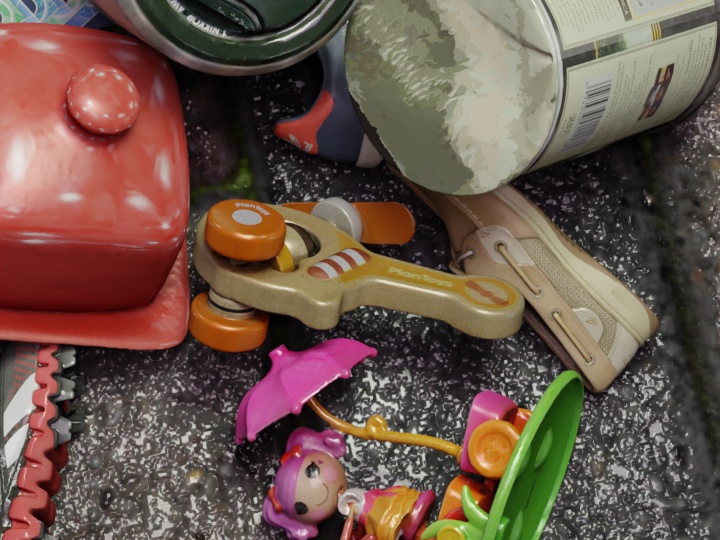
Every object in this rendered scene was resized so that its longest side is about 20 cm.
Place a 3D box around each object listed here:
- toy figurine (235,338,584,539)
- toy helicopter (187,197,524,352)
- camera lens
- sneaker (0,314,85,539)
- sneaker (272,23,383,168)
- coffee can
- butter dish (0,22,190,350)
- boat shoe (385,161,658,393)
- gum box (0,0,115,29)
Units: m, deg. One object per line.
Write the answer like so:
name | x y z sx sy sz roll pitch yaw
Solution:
toy figurine | 0.011 0.123 1.684 0.184 0.150 0.201 20 101 15
toy helicopter | 0.000 0.000 1.692 0.199 0.132 0.079 14 118 4
camera lens | -0.087 -0.203 1.653 0.159 0.200 0.161 -4 104 -17
sneaker | -0.215 0.110 1.681 0.098 0.071 0.201 4 70 5
sneaker | -0.013 -0.166 1.764 0.084 0.075 0.201 8 75 -6
coffee can | 0.106 -0.135 1.679 0.200 0.146 0.147 -20 73 -51
butter dish | -0.172 -0.070 1.655 0.199 0.148 0.201 5 65 -28
boat shoe | 0.087 -0.007 1.724 0.200 0.071 0.065 40 84 -4
gum box | -0.254 -0.222 1.732 0.169 0.045 0.201 -19 107 -9
